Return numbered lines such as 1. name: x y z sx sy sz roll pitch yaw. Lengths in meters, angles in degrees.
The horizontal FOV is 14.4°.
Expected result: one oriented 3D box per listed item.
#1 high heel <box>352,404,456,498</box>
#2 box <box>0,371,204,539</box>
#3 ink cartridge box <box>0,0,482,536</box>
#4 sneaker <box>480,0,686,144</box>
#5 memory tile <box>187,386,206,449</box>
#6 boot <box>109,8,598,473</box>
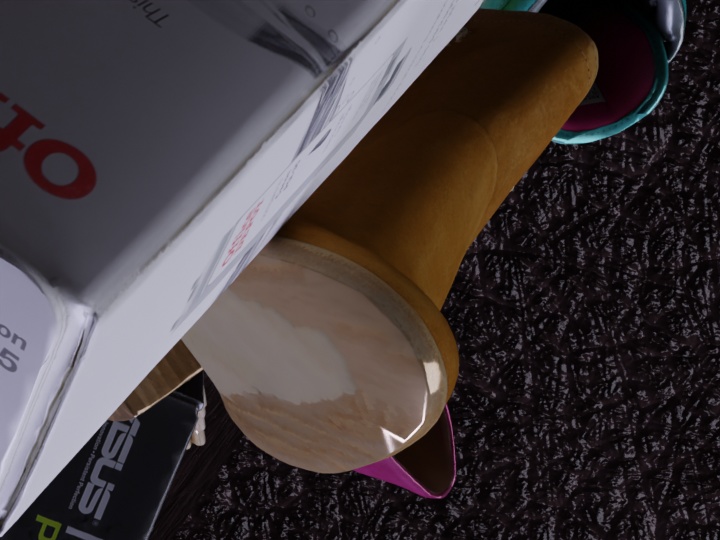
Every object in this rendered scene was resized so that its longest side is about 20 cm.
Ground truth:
1. high heel: 0.000 0.000 0.866 0.067 0.096 0.200 -45 163 -15
2. box: -0.107 0.105 0.928 0.160 0.044 0.200 -105 -142 -79
3. ink cartridge box: -0.066 -0.067 0.581 0.200 0.146 0.083 -49 172 -41
4. sneaker: 0.062 -0.095 1.044 0.083 0.121 0.200 -20 161 -12
5. memory tile: -0.082 -0.012 1.102 0.017 0.154 0.200 -12 172 -5
6. boot: 0.009 -0.020 0.703 0.144 0.071 0.201 -38 -166 -22
